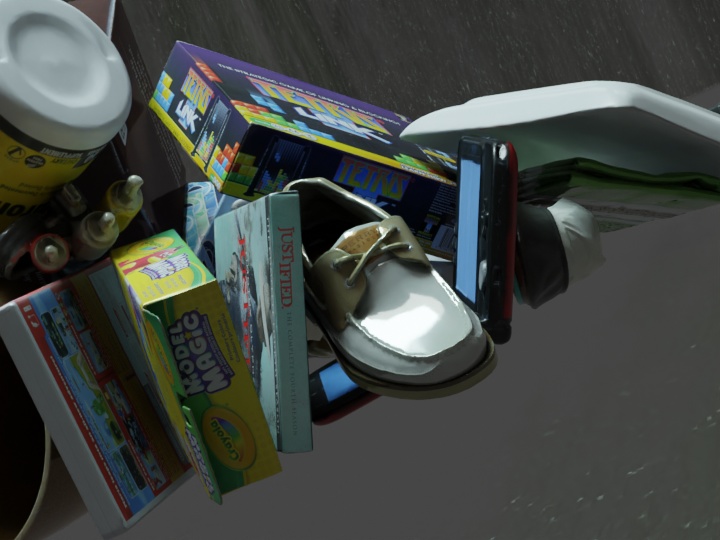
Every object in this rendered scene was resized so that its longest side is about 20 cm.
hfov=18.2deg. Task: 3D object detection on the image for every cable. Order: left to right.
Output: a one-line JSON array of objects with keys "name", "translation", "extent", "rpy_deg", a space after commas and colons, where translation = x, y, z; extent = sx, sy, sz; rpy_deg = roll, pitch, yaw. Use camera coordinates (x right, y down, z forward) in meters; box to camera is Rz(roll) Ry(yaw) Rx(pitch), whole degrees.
[{"name": "cable", "translation": [-0.182, -0.007, 1.399], "extent": [0.097, 0.050, 0.200], "rpy_deg": [-37, -8, -16]}]

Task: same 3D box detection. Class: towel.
[{"name": "towel", "translation": [0.147, -0.052, 1.594], "extent": [0.149, 0.031, 0.200], "rpy_deg": [4, -10, -32]}]

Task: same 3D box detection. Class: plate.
[{"name": "plate", "translation": [0.162, -0.091, 1.522], "extent": [0.199, 0.032, 0.200], "rpy_deg": [13, -12, -43]}]

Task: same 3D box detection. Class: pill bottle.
[{"name": "pill bottle", "translation": [-0.236, -0.071, 1.387], "extent": [0.200, 0.111, 0.111], "rpy_deg": [-42, -9, 38]}]

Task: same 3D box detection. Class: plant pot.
[{"name": "plant pot", "translation": [-0.206, 0.086, 1.446], "extent": [0.186, 0.187, 0.200], "rpy_deg": [-23, -8, 32]}]

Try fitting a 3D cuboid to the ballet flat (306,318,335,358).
[{"name": "ballet flat", "translation": [-0.044, 0.038, 1.710], "extent": [0.073, 0.073, 0.200], "rpy_deg": [-23, -23, 29]}]

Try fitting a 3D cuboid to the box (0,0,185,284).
[{"name": "box", "translation": [-0.241, -0.066, 1.566], "extent": [0.200, 0.166, 0.164], "rpy_deg": [-14, 34, 7]}]

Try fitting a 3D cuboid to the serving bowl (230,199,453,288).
[{"name": "serving bowl", "translation": [0.000, 0.000, 1.624], "extent": [0.200, 0.066, 0.200], "rpy_deg": [10, 10, -2]}]

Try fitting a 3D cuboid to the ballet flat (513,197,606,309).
[{"name": "ballet flat", "translation": [0.122, -0.018, 1.483], "extent": [0.068, 0.068, 0.200], "rpy_deg": [-15, 5, 1]}]

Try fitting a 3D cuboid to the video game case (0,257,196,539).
[{"name": "video game case", "translation": [-0.145, 0.069, 1.337], "extent": [0.017, 0.143, 0.200], "rpy_deg": [-25, 2, 15]}]

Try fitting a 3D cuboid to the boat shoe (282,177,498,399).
[{"name": "boat shoe", "translation": [0.004, 0.008, 1.259], "extent": [0.075, 0.068, 0.200], "rpy_deg": [-29, 32, -18]}]

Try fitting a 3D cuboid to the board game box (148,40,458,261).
[{"name": "board game box", "translation": [-0.026, -0.082, 1.552], "extent": [0.200, 0.057, 0.165], "rpy_deg": [16, 18, -30]}]

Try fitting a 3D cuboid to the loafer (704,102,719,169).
[{"name": "loafer", "translation": [0.254, -0.083, 1.638], "extent": [0.070, 0.068, 0.200], "rpy_deg": [-5, -9, -27]}]

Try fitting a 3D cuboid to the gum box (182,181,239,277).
[{"name": "gum box", "translation": [-0.201, 0.007, 1.634], "extent": [0.200, 0.045, 0.170], "rpy_deg": [-1, 40, 21]}]

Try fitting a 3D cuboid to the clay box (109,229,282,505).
[{"name": "clay box", "translation": [-0.092, 0.051, 1.257], "extent": [0.048, 0.115, 0.200], "rpy_deg": [-21, 14, -9]}]

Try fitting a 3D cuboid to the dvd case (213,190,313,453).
[{"name": "dvd case", "translation": [-0.059, 0.033, 1.327], "extent": [0.022, 0.146, 0.200], "rpy_deg": [-2, -1, -14]}]

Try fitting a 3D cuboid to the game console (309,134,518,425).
[{"name": "game console", "translation": [0.027, 0.001, 1.405], "extent": [0.118, 0.173, 0.200], "rpy_deg": [2, 5, -4]}]
